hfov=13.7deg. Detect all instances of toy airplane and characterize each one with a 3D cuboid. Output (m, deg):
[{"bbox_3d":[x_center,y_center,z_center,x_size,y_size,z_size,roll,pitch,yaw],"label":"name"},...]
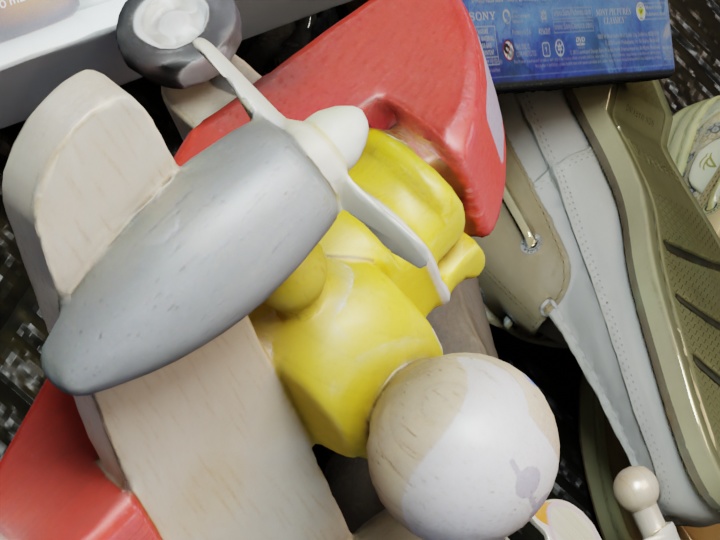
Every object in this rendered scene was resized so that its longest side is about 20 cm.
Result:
[{"bbox_3d":[-0.025,0.037,0.701,0.200,0.141,0.200,-21,125,-61],"label":"toy airplane"}]

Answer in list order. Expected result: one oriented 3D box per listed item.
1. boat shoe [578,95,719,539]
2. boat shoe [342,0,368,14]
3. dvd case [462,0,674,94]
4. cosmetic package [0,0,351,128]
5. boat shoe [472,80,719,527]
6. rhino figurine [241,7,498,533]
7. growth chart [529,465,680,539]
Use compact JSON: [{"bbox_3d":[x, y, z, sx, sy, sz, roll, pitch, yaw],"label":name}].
[{"bbox_3d":[0.121,0.017,0.972,0.073,0.063,0.200,28,53,-26],"label":"boat shoe"},{"bbox_3d":[0.001,-0.164,0.876,0.069,0.074,0.200,-36,126,-23],"label":"boat shoe"},{"bbox_3d":[0.039,-0.150,0.852,0.143,0.018,0.200,-9,94,-55],"label":"dvd case"},{"bbox_3d":[-0.111,-0.114,0.782,0.200,0.052,0.151,-21,77,-3],"label":"cosmetic package"},{"bbox_3d":[0.069,-0.005,0.925,0.075,0.068,0.200,32,36,-53],"label":"boat shoe"},{"bbox_3d":[0.000,0.000,0.865,0.060,0.087,0.200,5,64,-38],"label":"rhino figurine"},{"bbox_3d":[0.053,0.154,0.811,0.200,0.018,0.145,-43,109,-42],"label":"growth chart"}]
